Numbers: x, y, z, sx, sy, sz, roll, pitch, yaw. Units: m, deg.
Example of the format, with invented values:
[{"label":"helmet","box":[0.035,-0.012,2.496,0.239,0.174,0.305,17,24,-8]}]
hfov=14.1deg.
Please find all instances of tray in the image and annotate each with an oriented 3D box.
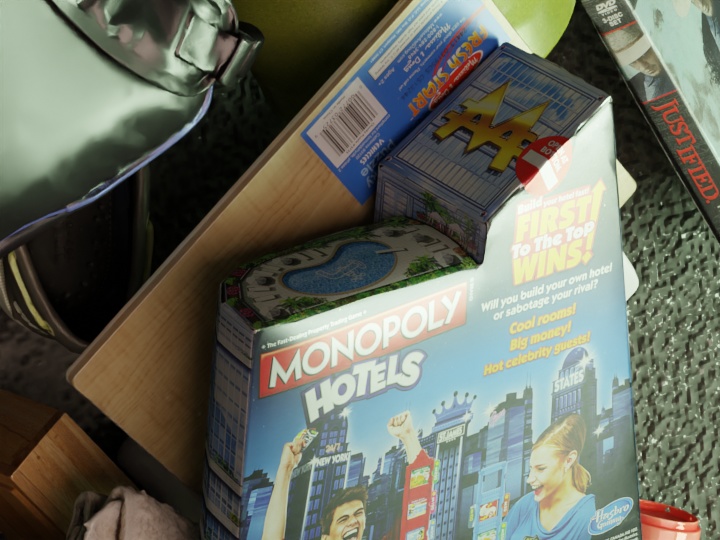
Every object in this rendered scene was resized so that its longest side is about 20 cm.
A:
[{"label":"tray","box":[-0.086,0.126,1.150,0.037,0.098,0.200,-50,118,-16]}]

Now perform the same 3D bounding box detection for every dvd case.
[{"label":"dvd case","box":[0.154,-0.073,1.193,0.022,0.146,0.200,-19,119,28]}]

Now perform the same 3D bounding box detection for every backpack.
[{"label":"backpack","box":[-0.160,-0.100,0.964,0.200,0.154,0.191,-39,129,-26]}]

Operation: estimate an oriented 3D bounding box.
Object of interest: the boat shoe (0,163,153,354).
[{"label":"boat shoe","box":[-0.114,-0.066,1.105,0.072,0.060,0.203,-11,109,-21]}]

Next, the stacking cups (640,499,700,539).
[{"label":"stacking cups","box":[0.114,0.203,1.289,0.060,0.060,0.201,12,98,-26]}]

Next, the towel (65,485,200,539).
[{"label":"towel","box":[-0.042,0.172,1.059,0.200,0.034,0.133,33,59,-39]}]

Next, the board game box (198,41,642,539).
[{"label":"board game box","box":[0.022,0.029,1.028,0.199,0.062,0.201,-16,122,-37]}]

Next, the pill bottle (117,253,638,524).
[{"label":"pill bottle","box":[0.010,0.043,1.163,0.200,0.114,0.114,-45,117,-6]}]

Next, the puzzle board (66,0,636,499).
[{"label":"puzzle board","box":[0.000,0.000,1.055,0.200,0.017,0.151,-49,134,-5]}]

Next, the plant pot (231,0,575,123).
[{"label":"plant pot","box":[-0.007,-0.159,1.067,0.200,0.200,0.193,-34,127,-12]}]
